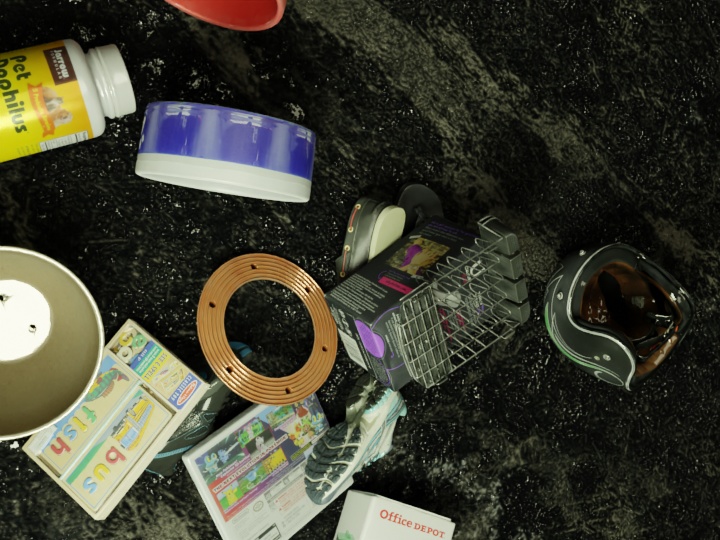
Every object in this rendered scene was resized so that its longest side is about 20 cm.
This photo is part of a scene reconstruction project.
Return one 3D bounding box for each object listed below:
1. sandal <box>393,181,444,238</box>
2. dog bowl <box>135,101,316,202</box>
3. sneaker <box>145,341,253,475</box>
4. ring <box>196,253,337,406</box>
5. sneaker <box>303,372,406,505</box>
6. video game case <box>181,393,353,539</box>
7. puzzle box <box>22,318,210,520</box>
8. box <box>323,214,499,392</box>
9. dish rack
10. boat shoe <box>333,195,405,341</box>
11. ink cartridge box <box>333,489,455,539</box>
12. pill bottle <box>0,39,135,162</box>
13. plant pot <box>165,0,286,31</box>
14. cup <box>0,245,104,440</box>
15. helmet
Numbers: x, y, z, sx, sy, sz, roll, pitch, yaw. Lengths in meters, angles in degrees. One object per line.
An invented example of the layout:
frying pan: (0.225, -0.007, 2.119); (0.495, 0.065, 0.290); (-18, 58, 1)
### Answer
sandal: (0.090, -0.024, 1.090); (0.076, 0.043, 0.202); (-8, 100, -21)
dog bowl: (-0.152, -0.133, 0.892); (0.199, 0.200, 0.079); (8, 91, -23)
sneaker: (-0.210, 0.174, 0.989); (0.200, 0.073, 0.082); (-42, 129, -8)
ring: (-0.117, 0.075, 0.990); (0.199, 0.019, 0.202); (15, 62, -29)
sneaker: (0.004, 0.240, 1.057); (0.200, 0.077, 0.086); (-54, 125, -23)
video game case: (-0.115, 0.264, 1.025); (0.200, 0.023, 0.183); (-33, 109, -33)
puzzle box: (-0.292, 0.176, 0.929); (0.133, 0.025, 0.200); (35, 81, 15)
box: (0.072, 0.039, 1.008); (0.199, 0.106, 0.123); (-35, 127, -21)
dish rack: (0.122, 0.043, 0.944); (0.199, 0.054, 0.154); (-32, 124, -21)
boat shoe: (0.002, 0.000, 1.051); (0.073, 0.063, 0.203); (-4, 114, -52)
ink cartridge box: (0.031, 0.424, 1.079); (0.144, 0.084, 0.201); (25, 73, -23)
pill bottle: (-0.356, -0.187, 0.850); (0.199, 0.109, 0.110); (-20, 104, -19)
plant pot: (-0.150, -0.403, 0.872); (0.199, 0.200, 0.178); (24, 78, -23)
cup: (-0.391, 0.066, 0.850); (0.199, 0.143, 0.202); (-3, 98, -22)
helmet: (0.364, 0.059, 1.134); (0.199, 0.191, 0.201); (-32, 146, -25)
